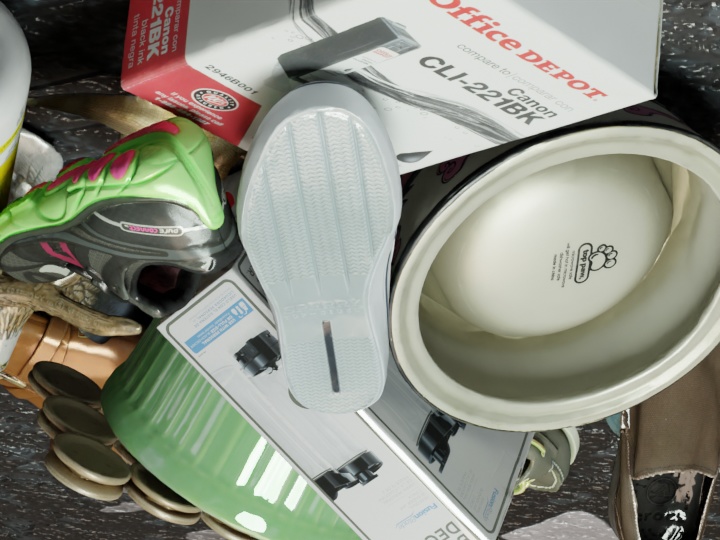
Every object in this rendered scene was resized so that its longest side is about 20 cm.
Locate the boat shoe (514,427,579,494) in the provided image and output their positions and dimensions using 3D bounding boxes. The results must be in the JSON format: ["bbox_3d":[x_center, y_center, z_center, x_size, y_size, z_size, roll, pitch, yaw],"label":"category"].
[{"bbox_3d":[0.078,0.100,1.278,0.072,0.061,0.202,0,157,25],"label":"boat shoe"}]

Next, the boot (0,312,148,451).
[{"bbox_3d":[-0.218,0.078,1.492,0.154,0.074,0.200,15,144,-28],"label":"boot"}]

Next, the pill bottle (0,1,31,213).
[{"bbox_3d":[-0.228,-0.048,1.056,0.108,0.110,0.201,9,142,-11],"label":"pill bottle"}]

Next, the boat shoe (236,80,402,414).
[{"bbox_3d":[-0.020,-0.020,0.973,0.073,0.067,0.201,1,137,-2],"label":"boat shoe"}]

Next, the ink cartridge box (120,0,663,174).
[{"bbox_3d":[0.015,-0.114,0.933,0.199,0.084,0.144,-15,151,41],"label":"ink cartridge box"}]

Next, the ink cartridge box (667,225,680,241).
[{"bbox_3d":[0.248,-0.003,1.224,0.175,0.045,0.200,-2,158,20],"label":"ink cartridge box"}]

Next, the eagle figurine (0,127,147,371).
[{"bbox_3d":[-0.201,-0.001,1.254,0.152,0.151,0.200,48,-174,-4],"label":"eagle figurine"}]

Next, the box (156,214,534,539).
[{"bbox_3d":[-0.003,0.058,1.113,0.060,0.117,0.200,-37,104,31],"label":"box"}]

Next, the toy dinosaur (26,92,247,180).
[{"bbox_3d":[-0.103,-0.074,1.126,0.199,0.059,0.101,8,145,-30],"label":"toy dinosaur"}]

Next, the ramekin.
[{"bbox_3d":[-0.050,0.080,1.304,0.199,0.098,0.200,28,-166,-7],"label":"ramekin"}]

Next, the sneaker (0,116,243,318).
[{"bbox_3d":[-0.119,-0.012,1.012,0.084,0.077,0.200,59,154,-9],"label":"sneaker"}]

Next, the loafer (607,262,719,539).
[{"bbox_3d":[0.182,0.087,1.196,0.072,0.071,0.202,-4,118,-3],"label":"loafer"}]

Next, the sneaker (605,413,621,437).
[{"bbox_3d":[0.240,0.093,1.314,0.199,0.075,0.082,19,154,-23],"label":"sneaker"}]

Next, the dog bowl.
[{"bbox_3d":[0.101,-0.014,1.087,0.198,0.074,0.201,-9,131,-11],"label":"dog bowl"}]

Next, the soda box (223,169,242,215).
[{"bbox_3d":[0.000,0.000,1.254,0.199,0.064,0.068,18,157,-31],"label":"soda box"}]

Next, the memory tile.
[{"bbox_3d":[-0.107,0.120,1.294,0.199,0.017,0.153,23,-166,-25],"label":"memory tile"}]
